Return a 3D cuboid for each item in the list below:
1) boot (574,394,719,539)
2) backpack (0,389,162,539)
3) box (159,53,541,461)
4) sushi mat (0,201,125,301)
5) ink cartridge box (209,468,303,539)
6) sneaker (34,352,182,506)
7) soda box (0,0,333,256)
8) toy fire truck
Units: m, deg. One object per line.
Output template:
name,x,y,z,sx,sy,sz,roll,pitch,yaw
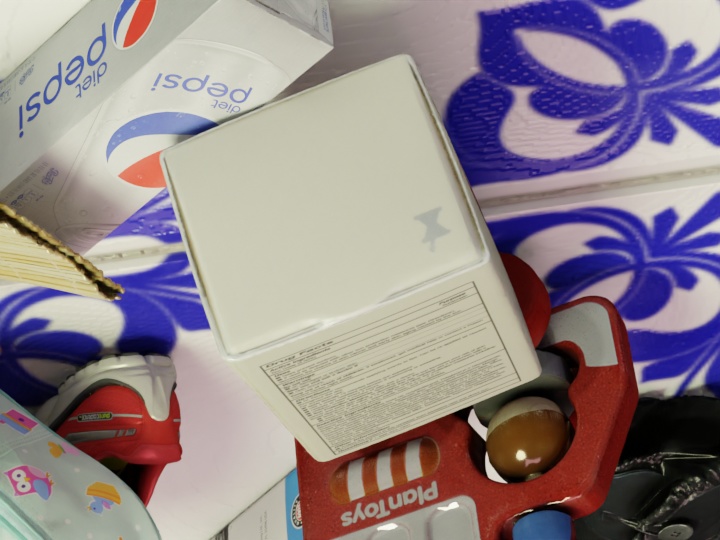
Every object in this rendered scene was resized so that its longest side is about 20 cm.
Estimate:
boot,0.221,0.144,1.477,0.198,0.077,0.169,4,147,-3
backpack,-0.206,0.162,1.292,0.199,0.153,0.177,27,121,17
box,0.000,0.000,1.166,0.127,0.110,0.200,-21,160,4
sushi mat,-0.204,-0.017,1.162,0.199,0.012,0.096,8,157,44
ink cartridge box,-0.040,0.220,1.483,0.084,0.145,0.200,20,137,-32
sneaker,-0.161,0.124,1.378,0.077,0.085,0.200,5,144,-32
soda box,-0.101,-0.085,1.128,0.063,0.069,0.200,25,133,-36
toy fire truck,0.055,0.097,1.312,0.199,0.169,0.112,-18,143,16
